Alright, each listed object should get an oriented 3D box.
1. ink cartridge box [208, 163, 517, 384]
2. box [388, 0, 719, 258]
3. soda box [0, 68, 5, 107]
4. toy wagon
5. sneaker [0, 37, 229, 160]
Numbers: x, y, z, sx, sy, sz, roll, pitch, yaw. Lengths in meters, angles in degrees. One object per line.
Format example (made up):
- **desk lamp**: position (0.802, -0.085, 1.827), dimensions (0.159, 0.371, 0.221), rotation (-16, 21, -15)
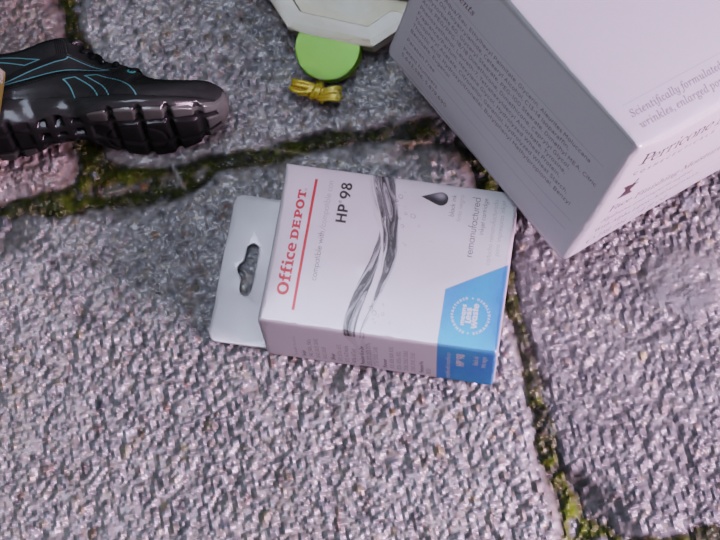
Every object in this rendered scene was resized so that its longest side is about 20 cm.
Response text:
- **ink cartridge box**: position (0.000, 0.000, 1.209), dimensions (0.198, 0.067, 0.117), rotation (7, 70, 5)
- **box**: position (0.163, -0.150, 1.195), dimensions (0.198, 0.131, 0.200), rotation (-28, 69, -30)
- **soda box**: position (-0.345, -0.109, 1.231), dimensions (0.199, 0.068, 0.064), rotation (-6, 67, 22)
- **toy wagon**: position (-0.011, -0.218, 1.292), dimensions (0.154, 0.040, 0.202), rotation (13, 90, 7)
- **sneaker**: position (-0.191, -0.127, 1.262), dimensions (0.198, 0.076, 0.080), rotation (-1, 67, 2)
